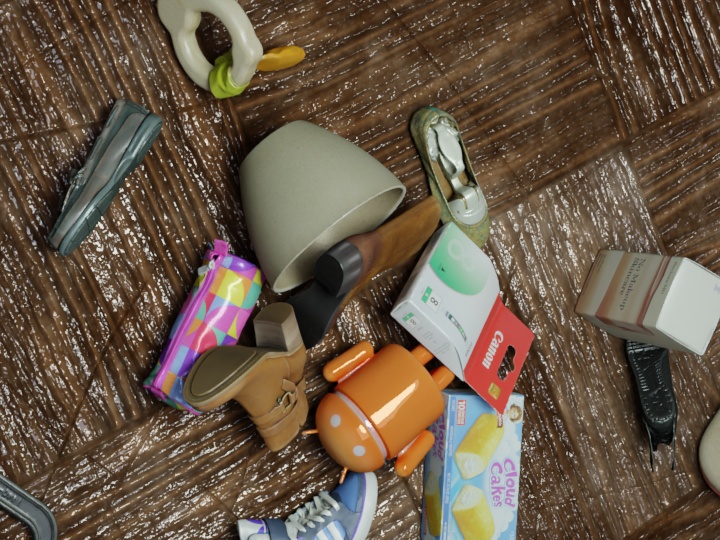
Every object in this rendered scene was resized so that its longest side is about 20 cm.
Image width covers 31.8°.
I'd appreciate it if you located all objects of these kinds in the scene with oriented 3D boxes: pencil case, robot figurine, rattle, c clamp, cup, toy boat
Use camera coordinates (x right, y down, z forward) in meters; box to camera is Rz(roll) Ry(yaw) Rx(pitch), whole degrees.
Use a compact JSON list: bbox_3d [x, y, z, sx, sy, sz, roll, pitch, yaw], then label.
[{"bbox_3d":[-0.187,0.068,1.512,0.087,0.088,0.203,25,83,-21],"label":"pencil case"},{"bbox_3d":[0.027,0.173,1.583,0.199,0.116,0.145,-38,128,-16],"label":"robot figurine"},{"bbox_3d":[-0.171,-0.316,1.509,0.142,0.131,0.200,-37,79,-26],"label":"rattle"},{"bbox_3d":[-0.457,0.307,1.450,0.199,0.027,0.173,33,76,-18],"label":"c clamp"},{"bbox_3d":[-0.065,-0.092,1.510,0.199,0.201,0.144,-35,81,-16],"label":"cup"},{"bbox_3d":[0.577,0.249,1.818,0.201,0.130,0.131,-52,137,-11],"label":"toy boat"}]

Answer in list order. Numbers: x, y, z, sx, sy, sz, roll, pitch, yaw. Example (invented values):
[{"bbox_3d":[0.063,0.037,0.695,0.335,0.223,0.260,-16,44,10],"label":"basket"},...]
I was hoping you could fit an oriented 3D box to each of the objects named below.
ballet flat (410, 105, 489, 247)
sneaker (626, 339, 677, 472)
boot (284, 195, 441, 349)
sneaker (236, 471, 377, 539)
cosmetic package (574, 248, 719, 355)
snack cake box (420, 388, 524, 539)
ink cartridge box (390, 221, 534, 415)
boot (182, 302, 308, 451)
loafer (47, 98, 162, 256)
[{"bbox_3d":[0.123,-0.118,1.635,0.070,0.071,0.202,-27,102,-18],"label":"ballet flat"},{"bbox_3d":[0.409,0.170,1.763,0.059,0.105,0.203,-8,60,11],"label":"sneaker"},{"bbox_3d":[0.000,0.000,1.580,0.068,0.190,0.199,40,44,18],"label":"boot"},{"bbox_3d":[-0.078,0.319,1.567,0.145,0.080,0.202,28,88,-24],"label":"sneaker"},{"bbox_3d":[0.382,0.038,1.672,0.086,0.199,0.105,28,82,-21],"label":"cosmetic package"},{"bbox_3d":[0.147,0.259,1.662,0.113,0.067,0.204,2,92,-21],"label":"snack cake box"},{"bbox_3d":[0.146,0.060,1.613,0.200,0.050,0.162,41,46,-10],"label":"ink cartridge box"},{"bbox_3d":[-0.128,0.151,1.503,0.200,0.076,0.157,-49,139,-49],"label":"boot"},{"bbox_3d":[-0.309,-0.111,1.472,0.062,0.072,0.201,33,73,0],"label":"loafer"}]
